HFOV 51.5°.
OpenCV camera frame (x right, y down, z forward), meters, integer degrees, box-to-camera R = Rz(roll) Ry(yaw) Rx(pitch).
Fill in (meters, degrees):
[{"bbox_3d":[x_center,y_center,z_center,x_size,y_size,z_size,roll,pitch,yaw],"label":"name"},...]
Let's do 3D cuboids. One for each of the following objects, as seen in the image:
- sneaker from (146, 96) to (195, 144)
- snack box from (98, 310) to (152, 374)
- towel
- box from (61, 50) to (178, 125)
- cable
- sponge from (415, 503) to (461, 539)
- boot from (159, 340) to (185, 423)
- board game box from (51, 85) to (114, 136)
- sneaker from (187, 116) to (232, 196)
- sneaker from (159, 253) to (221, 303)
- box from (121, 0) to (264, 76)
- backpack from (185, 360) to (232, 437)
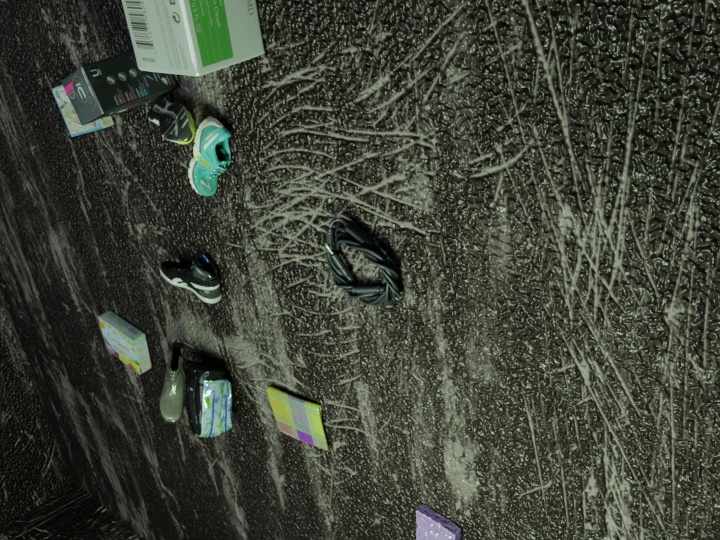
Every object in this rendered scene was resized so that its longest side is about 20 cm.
[{"bbox_3d":[-0.393,-0.317,1.631,0.090,0.078,0.200,36,-174,-41],"label":"sneaker"},{"bbox_3d":[-0.768,0.233,2.436,0.199,0.053,0.143,24,130,34],"label":"snack box"},{"bbox_3d":[-0.162,0.376,1.919,0.199,0.023,0.145,11,122,41],"label":"towel"},{"bbox_3d":[-0.523,-0.407,1.628,0.122,0.200,0.107,-7,110,48],"label":"box"},{"bbox_3d":[0.000,0.000,1.472,0.200,0.051,0.164,39,138,20],"label":"cable"},{"bbox_3d":[0.179,0.643,1.733,0.111,0.030,0.201,23,130,35],"label":"sponge"},{"bbox_3d":[-0.517,0.304,2.053,0.131,0.067,0.201,107,163,-51],"label":"boot"},{"bbox_3d":[-0.732,-0.431,1.964,0.199,0.034,0.135,2,117,46],"label":"board game box"},{"bbox_3d":[-0.326,-0.238,1.640,0.079,0.077,0.201,32,136,15],"label":"sneaker"},{"bbox_3d":[-0.432,-0.008,1.914,0.199,0.073,0.113,26,129,22],"label":"sneaker"},{"bbox_3d":[-0.314,-0.482,1.380,0.199,0.171,0.200,17,127,38],"label":"box"},{"bbox_3d":[-0.427,0.367,2.093,0.163,0.153,0.202,4,83,55],"label":"backpack"}]
